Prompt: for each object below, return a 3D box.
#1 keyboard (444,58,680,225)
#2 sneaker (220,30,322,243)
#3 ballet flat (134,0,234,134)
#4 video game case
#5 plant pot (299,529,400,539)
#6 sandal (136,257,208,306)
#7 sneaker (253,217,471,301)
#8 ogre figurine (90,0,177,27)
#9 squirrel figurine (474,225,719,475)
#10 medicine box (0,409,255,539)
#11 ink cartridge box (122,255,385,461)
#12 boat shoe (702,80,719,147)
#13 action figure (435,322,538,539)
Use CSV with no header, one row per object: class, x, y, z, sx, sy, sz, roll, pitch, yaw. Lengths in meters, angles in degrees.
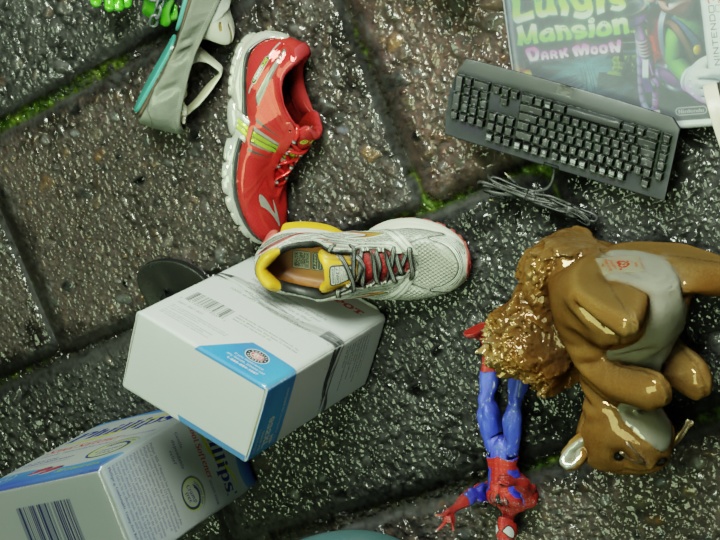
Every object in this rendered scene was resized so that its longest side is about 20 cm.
keyboard,0.161,-0.096,1.381,0.200,0.021,0.127,19,126,22
sneaker,-0.076,-0.116,1.516,0.085,0.077,0.200,8,110,23
ballet flat,-0.150,-0.214,1.547,0.064,0.067,0.200,22,121,-10
video game case,0.209,-0.202,1.338,0.200,0.023,0.182,-1,104,33
plant pot,0.009,0.325,1.557,0.200,0.135,0.200,10,110,30
sandal,-0.154,0.069,1.636,0.200,0.045,0.075,52,124,9
sneaker,0.000,0.000,1.482,0.200,0.082,0.078,-2,105,14
ogre figurine,-0.238,-0.329,1.544,0.200,0.098,0.120,59,145,22
squirrel figurine,0.199,0.071,1.381,0.200,0.141,0.187,25,128,38
medicine box,-0.240,0.216,1.642,0.182,0.200,0.103,-16,98,35
ink cartridge box,-0.094,0.072,1.506,0.145,0.200,0.084,28,120,22
boat shoe,0.323,-0.059,1.279,0.063,0.073,0.200,-20,104,15
action figure,0.113,0.157,1.467,0.065,0.099,0.200,4,109,33
